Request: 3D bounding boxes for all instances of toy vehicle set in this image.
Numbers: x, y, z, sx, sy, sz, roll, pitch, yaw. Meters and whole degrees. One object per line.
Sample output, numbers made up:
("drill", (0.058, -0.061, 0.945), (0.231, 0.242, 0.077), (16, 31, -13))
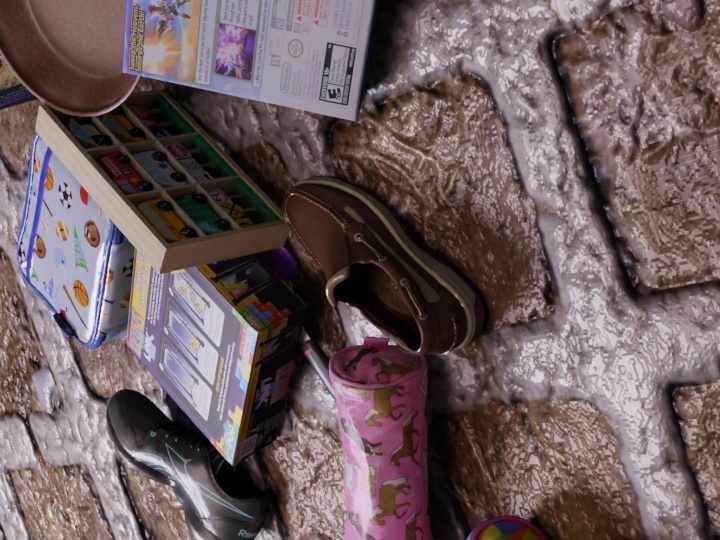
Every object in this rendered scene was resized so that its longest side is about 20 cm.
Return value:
("toy vehicle set", (-0.163, -0.078, 1.313), (0.200, 0.124, 0.027), (45, 132, 32))

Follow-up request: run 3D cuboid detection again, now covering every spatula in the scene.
("spatula", (-0.050, 0.045, 1.344), (0.056, 0.021, 0.201), (-36, 81, 46))

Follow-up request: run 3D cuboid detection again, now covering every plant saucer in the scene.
("plant saucer", (-0.229, -0.225, 1.278), (0.200, 0.037, 0.201), (18, 121, 33))

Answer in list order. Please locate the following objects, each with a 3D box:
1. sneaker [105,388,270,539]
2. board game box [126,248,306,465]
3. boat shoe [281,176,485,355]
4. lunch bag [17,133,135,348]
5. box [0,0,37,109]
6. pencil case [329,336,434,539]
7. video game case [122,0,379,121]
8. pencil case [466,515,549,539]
("sneaker", (-0.158, 0.176, 1.505), (0.200, 0.075, 0.079), (44, 123, 15))
("board game box", (-0.130, 0.048, 1.388), (0.165, 0.057, 0.200), (47, 146, 24))
("boat shoe", (0.001, -0.005, 1.221), (0.202, 0.075, 0.075), (35, 132, 32))
("lunch bag", (-0.255, -0.034, 1.484), (0.160, 0.075, 0.200), (45, 135, 26))
("box", (-0.333, -0.243, 1.451), (0.123, 0.106, 0.200), (57, 139, 10))
("pencil case", (0.020, 0.155, 1.272), (0.086, 0.083, 0.201), (24, 126, 49))
("video game case", (-0.074, -0.217, 1.143), (0.180, 0.046, 0.201), (12, 128, 2))
("pencil case", (0.082, 0.274, 1.260), (0.088, 0.088, 0.200), (49, 136, 19))
